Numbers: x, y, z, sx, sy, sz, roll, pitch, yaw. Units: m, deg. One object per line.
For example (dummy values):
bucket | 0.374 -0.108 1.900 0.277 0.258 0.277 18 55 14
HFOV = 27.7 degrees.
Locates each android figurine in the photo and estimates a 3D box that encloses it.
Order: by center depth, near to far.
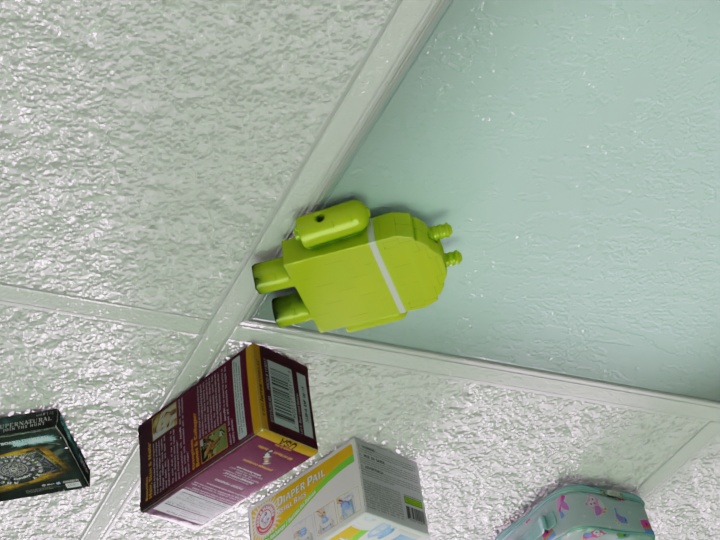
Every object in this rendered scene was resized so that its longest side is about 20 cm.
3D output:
android figurine | 0.000 0.000 1.431 0.198 0.041 0.182 -16 141 10

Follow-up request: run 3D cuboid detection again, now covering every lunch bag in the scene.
lunch bag | 0.274 0.351 1.901 0.159 0.078 0.200 15 136 -26

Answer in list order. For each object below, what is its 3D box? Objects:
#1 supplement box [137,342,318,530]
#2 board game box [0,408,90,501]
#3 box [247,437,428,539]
supplement box | -0.146 0.182 1.573 0.085 0.111 0.200 27 130 -38
board game box | -0.414 0.213 1.624 0.198 0.028 0.136 -9 142 1
box | -0.031 0.303 1.757 0.112 0.102 0.200 26 130 -37
